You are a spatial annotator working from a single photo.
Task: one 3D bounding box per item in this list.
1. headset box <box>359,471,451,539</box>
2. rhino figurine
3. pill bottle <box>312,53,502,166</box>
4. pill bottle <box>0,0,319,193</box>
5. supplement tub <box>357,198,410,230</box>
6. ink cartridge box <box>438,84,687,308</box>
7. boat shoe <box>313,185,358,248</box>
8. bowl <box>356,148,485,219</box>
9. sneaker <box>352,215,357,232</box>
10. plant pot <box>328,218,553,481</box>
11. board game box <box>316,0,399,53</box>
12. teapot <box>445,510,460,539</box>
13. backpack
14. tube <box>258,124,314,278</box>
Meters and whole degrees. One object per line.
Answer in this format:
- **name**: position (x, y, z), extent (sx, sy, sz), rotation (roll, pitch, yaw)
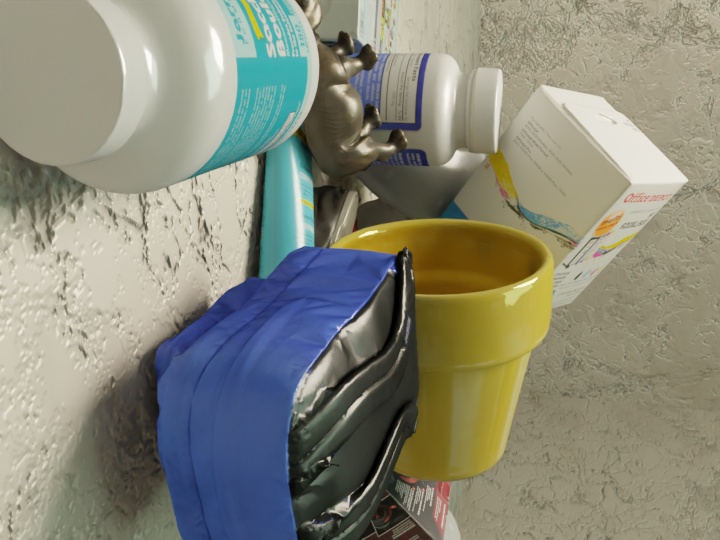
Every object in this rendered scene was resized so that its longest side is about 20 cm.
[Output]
- **headset box**: position (0.015, 0.194, 0.768), extent (0.200, 0.075, 0.149), rotation (47, 25, -11)
- **rhino figurine**: position (-0.031, -0.171, 0.655), extent (0.087, 0.060, 0.202), rotation (-38, 123, -19)
- **pill bottle**: position (0.043, -0.165, 0.773), extent (0.112, 0.197, 0.114), rotation (4, 90, -77)
- **pill bottle**: position (-0.098, -0.102, 0.382), extent (0.200, 0.109, 0.112), rotation (-51, 142, -69)
- **supplement tub**: position (0.087, -0.034, 0.989), extent (0.199, 0.144, 0.148), rotation (-8, 103, -47)
- **ink cartridge box**: position (0.214, -0.073, 0.821), extent (0.146, 0.145, 0.201), rotation (-8, 143, -46)
- **boat shoe**: position (-0.053, -0.004, 0.747), extent (0.067, 0.056, 0.202), rotation (86, 18, -53)
- **bowl**: position (0.082, -0.151, 0.914), extent (0.091, 0.200, 0.202), rotation (-54, -172, 35)
- **sneaker**: position (0.000, 0.000, 0.818), extent (0.072, 0.111, 0.202), rotation (73, 24, -52)
- **plant pot**: position (0.068, 0.072, 0.676), extent (0.201, 0.198, 0.192), rotation (-56, 147, -65)
- **board game box**: position (-0.003, -0.306, 0.838), extent (0.200, 0.063, 0.150), rotation (-5, 99, -75)
- **teapot**: position (0.026, 0.360, 0.965), extent (0.198, 0.145, 0.201), rotation (-52, -158, 22)
- **backpack**: position (-0.052, 0.095, 0.502), extent (0.200, 0.165, 0.165), rotation (-54, 138, -58)
- **tube**: position (-0.065, -0.079, 0.682), extent (0.077, 0.050, 0.203), rotation (47, 42, -74)
